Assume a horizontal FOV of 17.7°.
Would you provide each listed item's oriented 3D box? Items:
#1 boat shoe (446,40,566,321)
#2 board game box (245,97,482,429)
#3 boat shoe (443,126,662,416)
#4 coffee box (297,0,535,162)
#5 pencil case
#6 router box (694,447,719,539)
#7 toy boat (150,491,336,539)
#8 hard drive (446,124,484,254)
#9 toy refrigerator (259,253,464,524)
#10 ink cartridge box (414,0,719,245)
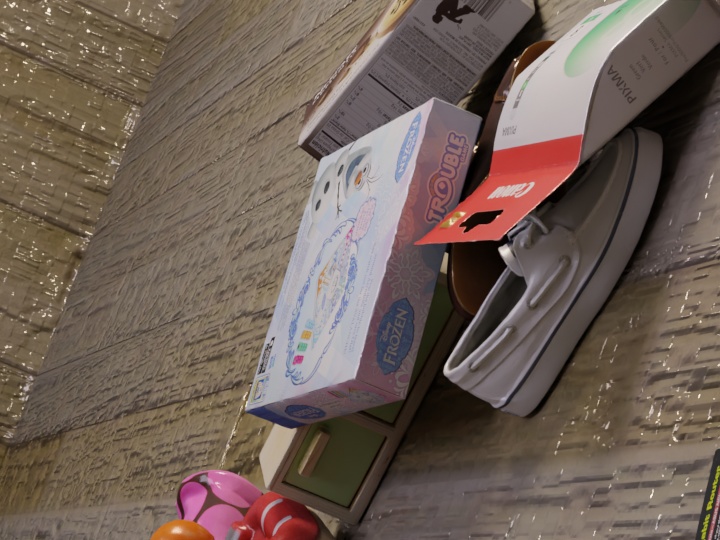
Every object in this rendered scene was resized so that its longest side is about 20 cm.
[{"bbox_3d":[0.103,-0.053,1.541,0.070,0.070,0.201,131,161,-70],"label":"boat shoe"},{"bbox_3d":[0.000,0.000,1.582,0.199,0.043,0.201,-23,48,66],"label":"board game box"},{"bbox_3d":[0.117,-0.004,1.416,0.200,0.065,0.074,-63,15,14],"label":"boat shoe"},{"bbox_3d":[0.044,-0.163,1.807,0.200,0.080,0.113,-50,12,18],"label":"coffee box"},{"bbox_3d":[-0.132,0.265,1.852,0.093,0.091,0.200,-8,50,31],"label":"pencil case"},{"bbox_3d":[0.185,0.156,0.935,0.150,0.062,0.201,-35,35,62],"label":"router box"},{"bbox_3d":[-0.094,0.223,1.681,0.131,0.130,0.200,-66,13,2],"label":"toy boat"},{"bbox_3d":[0.034,-0.027,1.807,0.200,0.038,0.140,-35,34,65],"label":"hard drive"},{"bbox_3d":[0.005,0.076,1.672,0.200,0.076,0.070,-62,15,13],"label":"toy refrigerator"},{"bbox_3d":[0.118,-0.096,1.433,0.200,0.050,0.161,-39,10,-14],"label":"ink cartridge box"}]
